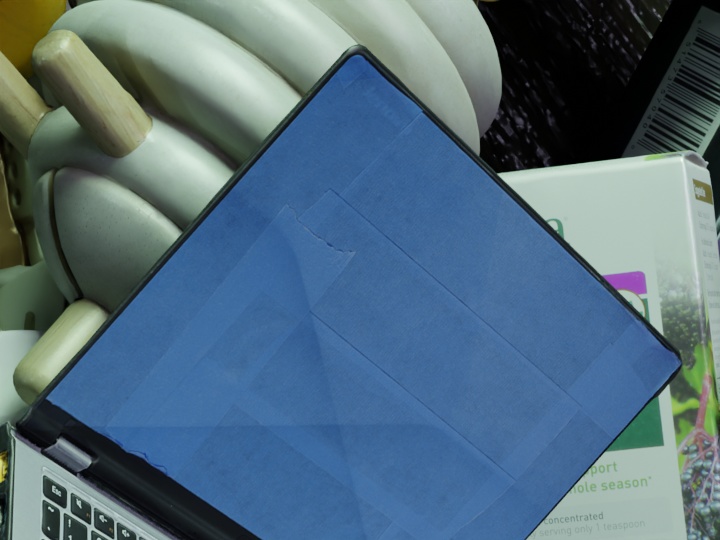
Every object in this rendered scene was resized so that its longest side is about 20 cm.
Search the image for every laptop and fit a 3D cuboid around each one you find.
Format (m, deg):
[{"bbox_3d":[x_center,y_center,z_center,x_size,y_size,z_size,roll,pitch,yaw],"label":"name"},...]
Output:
[{"bbox_3d":[0.005,0.086,0.678,0.187,0.115,0.201,40,38,-45],"label":"laptop"}]

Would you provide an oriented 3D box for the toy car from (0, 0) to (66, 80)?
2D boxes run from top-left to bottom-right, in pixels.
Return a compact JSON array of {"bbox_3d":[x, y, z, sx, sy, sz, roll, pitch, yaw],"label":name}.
[{"bbox_3d":[-0.183,-0.121,0.750,0.199,0.175,0.150,23,23,-29],"label":"toy car"}]

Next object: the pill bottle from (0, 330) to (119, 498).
[{"bbox_3d":[-0.100,0.125,0.715,0.119,0.120,0.201,-5,75,-40],"label":"pill bottle"}]

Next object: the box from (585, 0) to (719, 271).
[{"bbox_3d":[0.199,-0.025,0.992,0.199,0.104,0.149,23,98,-28],"label":"box"}]

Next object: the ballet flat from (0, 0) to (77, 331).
[{"bbox_3d":[-0.100,-0.013,0.814,0.068,0.063,0.201,1,71,-38],"label":"ballet flat"}]

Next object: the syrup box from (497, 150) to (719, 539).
[{"bbox_3d":[0.087,0.064,0.875,0.081,0.078,0.201,-2,85,-76],"label":"syrup box"}]

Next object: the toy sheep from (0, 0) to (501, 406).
[{"bbox_3d":[-0.034,-0.041,0.725,0.138,0.138,0.200,46,70,-14],"label":"toy sheep"}]

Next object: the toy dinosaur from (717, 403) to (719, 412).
[{"bbox_3d":[0.162,0.030,0.902,0.200,0.058,0.102,26,87,-61],"label":"toy dinosaur"}]
